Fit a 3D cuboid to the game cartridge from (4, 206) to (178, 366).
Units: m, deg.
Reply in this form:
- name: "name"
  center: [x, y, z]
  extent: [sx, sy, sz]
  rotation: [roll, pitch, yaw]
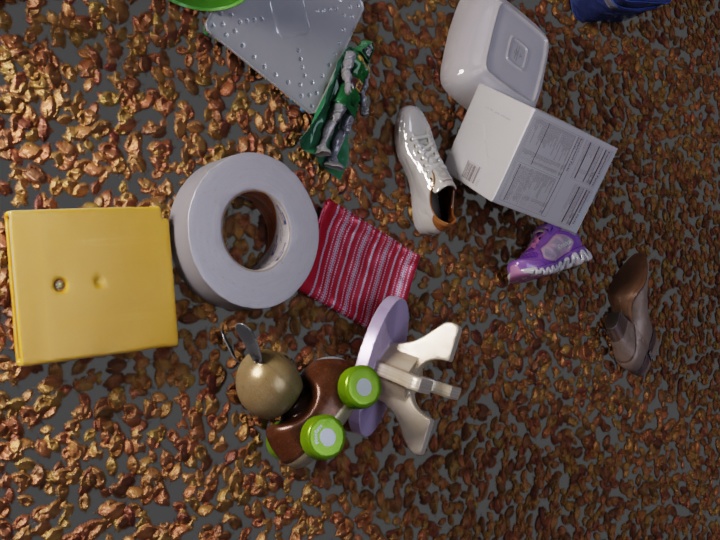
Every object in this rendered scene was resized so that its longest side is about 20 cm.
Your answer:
- name: "game cartridge"
  center: [-0.322, 0.014, 1.054]
  extent: [0.197, 0.032, 0.181]
  rotation: [-4, 90, -38]

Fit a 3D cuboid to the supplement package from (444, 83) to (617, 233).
- name: "supplement package"
  center: [0.269, -0.178, 1.387]
  extent: [0.197, 0.152, 0.153]
  rotation: [15, 107, -34]

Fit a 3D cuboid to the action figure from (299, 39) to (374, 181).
- name: "action figure"
  center: [-0.020, -0.248, 1.261]
  extent: [0.118, 0.054, 0.204]
  rotation: [43, 59, -56]

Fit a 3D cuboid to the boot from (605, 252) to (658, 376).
- name: "boot"
  center: [0.525, 0.091, 1.645]
  extent: [0.146, 0.069, 0.202]
  rotation: [45, 64, -32]

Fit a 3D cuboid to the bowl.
- name: "bowl"
  center: [0.238, -0.356, 1.453]
  extent: [0.197, 0.074, 0.205]
  rotation: [27, 71, -32]

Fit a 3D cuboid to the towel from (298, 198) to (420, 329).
- name: "towel"
  center: [0.000, 0.000, 1.291]
  extent: [0.198, 0.022, 0.148]
  rotation: [29, 72, -31]

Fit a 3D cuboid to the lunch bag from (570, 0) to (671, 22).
- name: "lunch bag"
  center: [0.494, -0.545, 1.611]
  extent: [0.197, 0.131, 0.140]
  rotation: [-14, 96, -35]

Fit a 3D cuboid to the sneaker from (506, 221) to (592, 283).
- name: "sneaker"
  center: [0.316, -0.036, 1.493]
  extent: [0.197, 0.080, 0.091]
  rotation: [-17, 90, -40]

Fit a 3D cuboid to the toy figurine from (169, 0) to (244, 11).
- name: "toy figurine"
  center: [-0.224, -0.459, 1.110]
  extent: [0.194, 0.151, 0.189]
  rotation: [3, 69, -6]

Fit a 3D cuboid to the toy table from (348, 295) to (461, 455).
- name: "toy table"
  center: [0.066, 0.150, 1.240]
  extent: [0.183, 0.115, 0.205]
  rotation: [0, 104, -63]

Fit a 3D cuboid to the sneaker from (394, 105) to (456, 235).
- name: "sneaker"
  center: [0.112, -0.160, 1.343]
  extent: [0.072, 0.084, 0.205]
  rotation: [-18, 96, -33]

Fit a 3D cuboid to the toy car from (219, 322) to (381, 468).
- name: "toy car"
  center: [-0.101, 0.140, 1.138]
  extent: [0.200, 0.164, 0.158]
  rotation: [46, 63, -11]

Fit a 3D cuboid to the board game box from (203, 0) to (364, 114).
- name: "board game box"
  center: [-0.106, -0.359, 1.232]
  extent: [0.198, 0.026, 0.204]
  rotation: [34, 69, -29]

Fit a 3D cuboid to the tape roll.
- name: "tape roll"
  center: [-0.153, -0.050, 1.156]
  extent: [0.197, 0.066, 0.206]
  rotation: [2, 87, -36]
